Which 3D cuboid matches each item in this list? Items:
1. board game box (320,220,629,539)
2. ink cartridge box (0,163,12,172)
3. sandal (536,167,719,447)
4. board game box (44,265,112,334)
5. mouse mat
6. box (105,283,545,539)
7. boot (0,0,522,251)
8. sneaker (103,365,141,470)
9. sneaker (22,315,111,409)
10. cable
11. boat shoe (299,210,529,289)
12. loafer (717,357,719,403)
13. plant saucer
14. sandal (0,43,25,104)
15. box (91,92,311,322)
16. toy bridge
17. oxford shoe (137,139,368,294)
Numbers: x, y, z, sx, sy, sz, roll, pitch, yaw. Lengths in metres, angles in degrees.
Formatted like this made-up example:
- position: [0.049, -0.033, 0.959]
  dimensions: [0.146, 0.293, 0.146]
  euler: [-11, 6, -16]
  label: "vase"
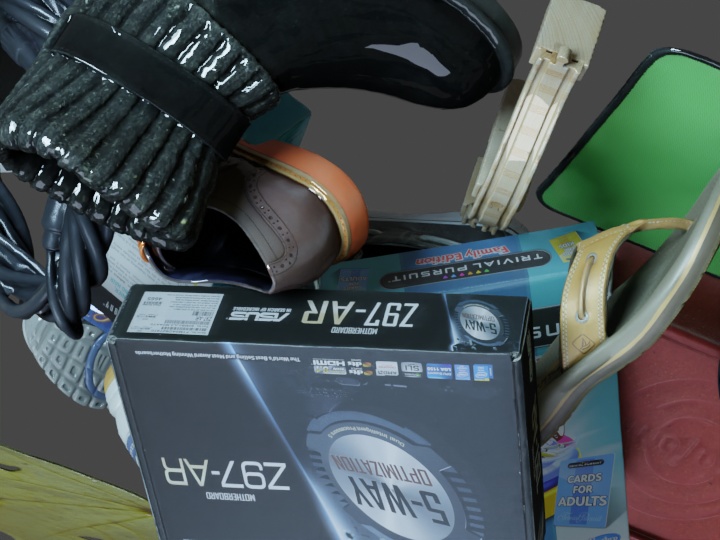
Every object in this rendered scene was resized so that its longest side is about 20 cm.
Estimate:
- position: [0.067, 0.079, 0.929]
  dimensions: [0.151, 0.047, 0.200]
  euler: [-9, 124, 1]
  label: "board game box"
- position: [-0.268, -0.124, 0.998]
  dimensions: [0.162, 0.057, 0.200]
  euler: [1, 160, 38]
  label: "ink cartridge box"
- position: [0.116, 0.017, 0.830]
  dimensions: [0.054, 0.080, 0.200]
  euler: [40, 116, -4]
  label: "sandal"
- position: [-0.127, 0.031, 1.111]
  dimensions: [0.135, 0.035, 0.200]
  euler: [31, -178, 4]
  label: "board game box"
- position: [0.188, -0.042, 0.844]
  dimensions: [0.161, 0.008, 0.200]
  euler: [22, 157, -5]
  label: "mouse mat"
- position: [-0.012, 0.083, 0.828]
  dimensions: [0.199, 0.044, 0.161]
  euler: [2, 129, 12]
  label: "box"
- position: [-0.046, -0.077, 0.756]
  dimensions: [0.211, 0.158, 0.079]
  euler: [19, 158, 3]
  label: "boot"
- position: [-0.050, 0.090, 0.969]
  dimensions: [0.199, 0.088, 0.075]
  euler: [0, 142, -30]
  label: "sneaker"
- position: [-0.170, 0.056, 1.234]
  dimensions: [0.200, 0.075, 0.087]
  euler: [23, -163, -45]
  label: "sneaker"
- position: [-0.168, -0.063, 0.844]
  dimensions: [0.051, 0.201, 0.163]
  euler: [-17, 175, -43]
  label: "cable"
- position: [0.000, 0.000, 0.965]
  dimensions: [0.199, 0.072, 0.071]
  euler: [-8, -168, 19]
  label: "boat shoe"
- position: [0.229, 0.051, 0.869]
  dimensions: [0.072, 0.063, 0.200]
  euler: [11, 140, 3]
  label: "loafer"
- position: [0.192, 0.100, 0.992]
  dimensions: [0.199, 0.037, 0.200]
  euler: [23, 125, -8]
  label: "plant saucer"
- position: [-0.155, -0.077, 0.967]
  dimensions: [0.045, 0.075, 0.200]
  euler: [5, 151, 29]
  label: "sandal"
- position: [-0.096, -0.034, 0.929]
  dimensions: [0.082, 0.049, 0.200]
  euler: [39, 139, 11]
  label: "box"
- position: [0.076, -0.060, 0.817]
  dimensions: [0.027, 0.067, 0.200]
  euler: [20, 159, 0]
  label: "toy bridge"
- position: [-0.095, -0.039, 0.827]
  dimensions: [0.200, 0.073, 0.071]
  euler: [16, 130, 35]
  label: "oxford shoe"
